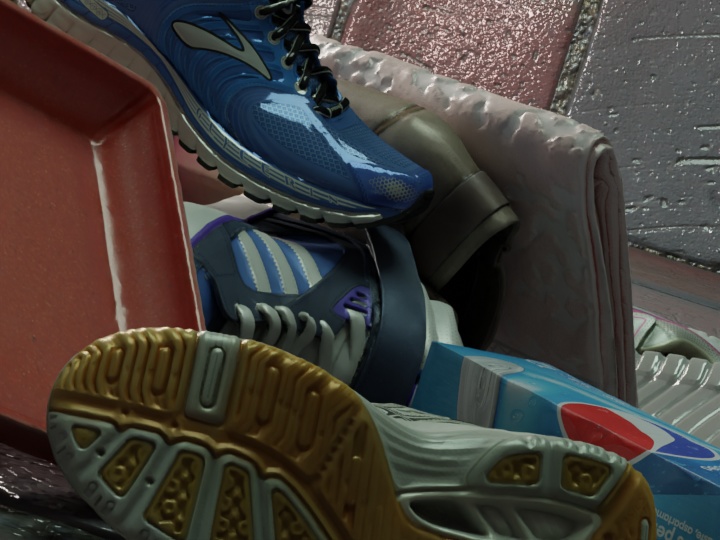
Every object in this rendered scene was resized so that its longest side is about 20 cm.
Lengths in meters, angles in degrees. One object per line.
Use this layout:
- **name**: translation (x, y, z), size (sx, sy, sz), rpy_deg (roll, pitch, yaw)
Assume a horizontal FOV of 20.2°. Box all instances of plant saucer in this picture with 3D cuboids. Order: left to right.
- **plant saucer**: translation (-0.137, -0.023, 0.676), size (0.199, 0.037, 0.201), rpy_deg (29, 36, -40)

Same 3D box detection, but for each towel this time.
- **towel**: translation (0.050, -0.007, 0.985), size (0.032, 0.192, 0.200), rpy_deg (-31, 37, -33)

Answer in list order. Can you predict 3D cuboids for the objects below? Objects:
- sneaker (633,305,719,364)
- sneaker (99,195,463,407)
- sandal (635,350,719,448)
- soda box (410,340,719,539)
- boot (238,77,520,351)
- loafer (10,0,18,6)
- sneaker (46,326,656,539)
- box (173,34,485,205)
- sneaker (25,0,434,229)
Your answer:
- **sneaker**: translation (0.134, 0.047, 1.126), size (0.199, 0.082, 0.088), rpy_deg (16, 5, -7)
- **sneaker**: translation (-0.019, 0.036, 0.819), size (0.146, 0.081, 0.200), rpy_deg (29, 18, 8)
- **sandal**: translation (0.170, 0.085, 1.018), size (0.202, 0.082, 0.050), rpy_deg (21, -36, 41)
- **soda box**: translation (0.095, 0.089, 0.718), size (0.064, 0.068, 0.200), rpy_deg (13, 8, -38)
- **boot**: translation (0.000, 0.000, 0.964), size (0.146, 0.201, 0.070), rpy_deg (39, 52, 23)
- **loafer**: translation (-0.167, -0.077, 0.921), size (0.076, 0.068, 0.200), rpy_deg (31, -14, 3)
- **sneaker**: translation (-0.009, 0.073, 0.643), size (0.199, 0.076, 0.088), rpy_deg (19, -10, -18)
- **box**: translation (-0.036, -0.054, 1.167), size (0.199, 0.128, 0.109), rpy_deg (19, -34, 17)
- **sneaker**: translation (-0.047, -0.093, 0.860), size (0.200, 0.089, 0.079), rpy_deg (38, 15, 7)
